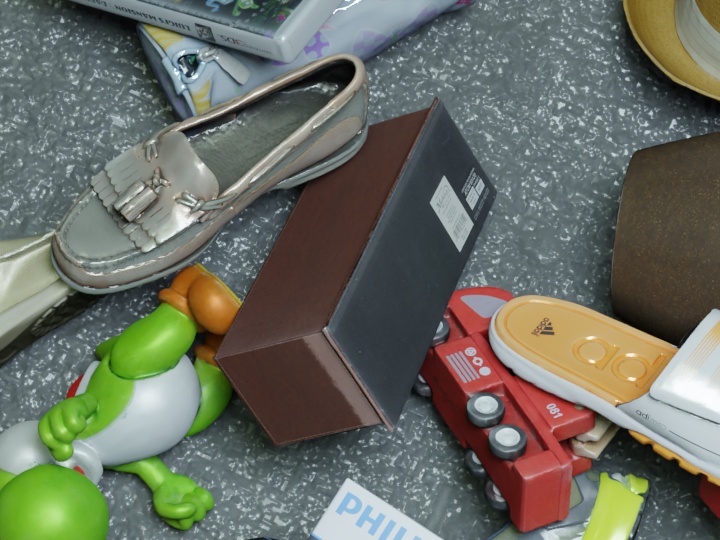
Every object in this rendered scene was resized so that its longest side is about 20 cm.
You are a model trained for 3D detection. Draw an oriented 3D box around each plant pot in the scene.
[{"bbox_3d":[0.242,-0.007,1.220,0.199,0.187,0.187,7,73,14],"label":"plant pot"}]

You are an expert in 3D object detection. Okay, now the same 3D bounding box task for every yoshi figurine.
[{"bbox_3d":[-0.129,0.096,1.199,0.200,0.112,0.112,-41,85,-10],"label":"yoshi figurine"}]

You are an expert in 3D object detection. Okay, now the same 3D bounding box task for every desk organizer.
[{"bbox_3d":[0.000,0.000,1.219,0.077,0.072,0.200,-14,32,33],"label":"desk organizer"}]

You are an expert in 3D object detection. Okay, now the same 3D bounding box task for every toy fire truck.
[{"bbox_3d":[0.123,0.074,1.209,0.141,0.049,0.200,-17,46,-18],"label":"toy fire truck"}]

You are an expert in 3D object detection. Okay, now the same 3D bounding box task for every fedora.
[{"bbox_3d":[0.246,-0.174,1.274,0.200,0.082,0.201,1,49,-1],"label":"fedora"}]

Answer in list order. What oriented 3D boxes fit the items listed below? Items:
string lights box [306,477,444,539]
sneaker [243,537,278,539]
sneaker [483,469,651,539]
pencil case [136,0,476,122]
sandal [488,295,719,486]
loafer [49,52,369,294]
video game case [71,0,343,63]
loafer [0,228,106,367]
[{"bbox_3d":[-0.016,0.214,1.087,0.103,0.059,0.200,31,82,13],"label":"string lights box"},{"bbox_3d":[-0.028,0.176,1.180,0.199,0.070,0.078,2,33,7],"label":"sneaker"},{"bbox_3d":[0.085,0.189,1.203,0.081,0.074,0.200,22,66,11],"label":"sneaker"},{"bbox_3d":[-0.030,-0.149,1.283,0.200,0.091,0.083,-28,76,-11],"label":"pencil case"},{"bbox_3d":[0.159,0.050,1.157,0.206,0.059,0.079,22,46,21],"label":"sandal"},{"bbox_3d":[-0.080,-0.060,1.206,0.200,0.063,0.072,-31,69,-22],"label":"loafer"},{"bbox_3d":[-0.060,-0.207,1.274,0.181,0.023,0.200,19,56,30],"label":"video game case"},{"bbox_3d":[-0.196,0.008,1.236,0.200,0.076,0.068,-38,84,-12],"label":"loafer"}]
